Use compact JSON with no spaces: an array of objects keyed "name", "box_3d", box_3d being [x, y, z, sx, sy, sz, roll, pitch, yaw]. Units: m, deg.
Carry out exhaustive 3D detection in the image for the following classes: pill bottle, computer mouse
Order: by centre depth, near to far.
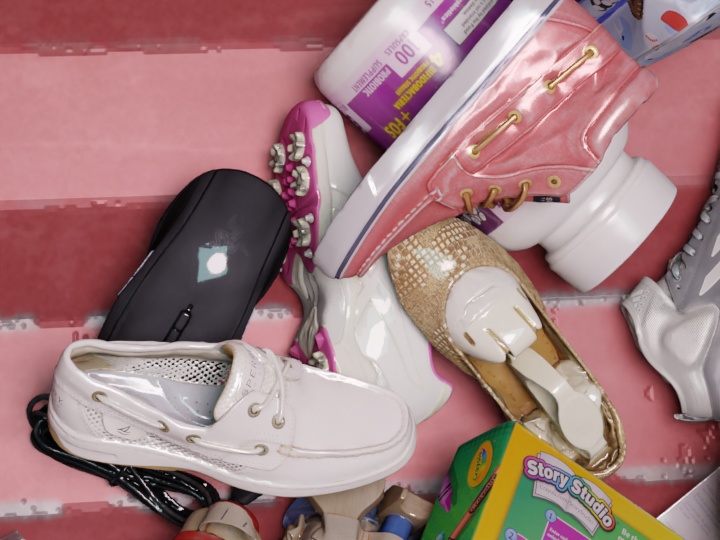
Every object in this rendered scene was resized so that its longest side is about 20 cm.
[{"name":"computer mouse","box_3d":[-0.083,0.053,1.269,0.140,0.046,0.200,35,98,-7]},{"name":"pill bottle","box_3d":[0.080,-0.083,1.296,0.200,0.112,0.112,41,81,-4]}]

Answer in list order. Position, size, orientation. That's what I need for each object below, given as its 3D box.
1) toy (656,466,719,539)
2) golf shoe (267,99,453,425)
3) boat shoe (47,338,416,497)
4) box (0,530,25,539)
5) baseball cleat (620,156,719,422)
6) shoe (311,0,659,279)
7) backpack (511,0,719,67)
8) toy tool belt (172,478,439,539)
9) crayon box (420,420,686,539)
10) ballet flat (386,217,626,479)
[{"name":"toy","box_3d":[0.252,0.149,1.344,0.200,0.047,0.115,-39,97,-5]},{"name":"golf shoe","box_3d":[0.000,0.000,1.305,0.091,0.075,0.200,-9,93,-22]},{"name":"boat shoe","box_3d":[-0.065,0.071,1.210,0.200,0.069,0.071,4,51,-8]},{"name":"box","box_3d":[-0.173,0.251,1.230,0.101,0.112,0.200,-33,91,-11]},{"name":"baseball cleat","box_3d":[0.205,-0.011,1.336,0.106,0.070,0.200,-2,75,7]},{"name":"shoe","box_3d":[0.066,-0.053,1.210,0.091,0.071,0.200,40,101,2]},{"name":"backpack","box_3d":[0.177,-0.208,1.290,0.190,0.200,0.154,-40,98,-17]},{"name":"toy tool belt","box_3d":[-0.002,0.166,1.277,0.200,0.125,0.123,36,50,-9]},{"name":"crayon box","box_3d":[0.125,0.187,1.236,0.200,0.058,0.119,35,54,-16]},{"name":"ballet flat","box_3d":[0.091,0.045,1.280,0.071,0.065,0.200,-47,117,-8]}]
